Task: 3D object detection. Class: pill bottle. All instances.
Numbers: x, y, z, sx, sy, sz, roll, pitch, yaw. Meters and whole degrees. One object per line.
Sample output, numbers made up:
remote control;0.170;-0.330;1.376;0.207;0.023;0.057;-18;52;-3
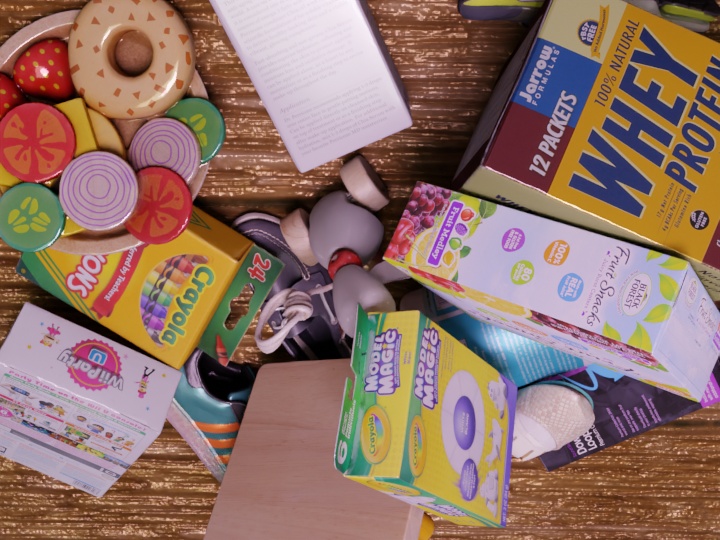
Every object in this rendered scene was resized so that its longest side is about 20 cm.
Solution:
pill bottle;0.143;0.044;0.832;0.199;0.111;0.111;-18;118;10

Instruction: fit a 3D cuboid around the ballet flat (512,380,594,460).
ballet flat;0.143;0.149;0.857;0.067;0.062;0.200;39;156;-4

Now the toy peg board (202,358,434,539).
toy peg board;-0.010;0.184;0.790;0.200;0.200;0.098;-8;144;36

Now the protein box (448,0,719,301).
protein box;0.183;-0.077;0.672;0.198;0.200;0.135;24;85;0

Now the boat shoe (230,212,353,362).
boat shoe;-0.051;0.036;0.851;0.073;0.063;0.200;-27;116;15

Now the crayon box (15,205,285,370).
crayon box;-0.180;-0.004;0.807;0.200;0.051;0.127;31;115;-2

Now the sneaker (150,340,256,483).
sneaker;-0.119;0.144;0.906;0.080;0.071;0.200;-30;114;20

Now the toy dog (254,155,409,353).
toy dog;0.000;0.000;0.766;0.132;0.200;0.096;-25;128;31

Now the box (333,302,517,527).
box;0.051;0.106;0.671;0.048;0.118;0.200;-6;154;34

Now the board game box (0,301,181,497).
board game box;-0.266;0.124;0.851;0.147;0.064;0.200;28;143;-16

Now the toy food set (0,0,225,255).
toy food set;-0.207;-0.107;0.733;0.199;0.049;0.199;-18;91;-2

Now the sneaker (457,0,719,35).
sneaker;0.172;-0.184;0.728;0.199;0.074;0.081;8;122;-3

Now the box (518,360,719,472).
box;0.240;0.103;0.910;0.200;0.036;0.143;-27;117;15

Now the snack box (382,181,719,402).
snack box;0.143;0.017;0.669;0.169;0.200;0.068;31;82;-57

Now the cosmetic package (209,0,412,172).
cosmetic package;-0.044;-0.189;0.719;0.101;0.071;0.200;-21;118;11
